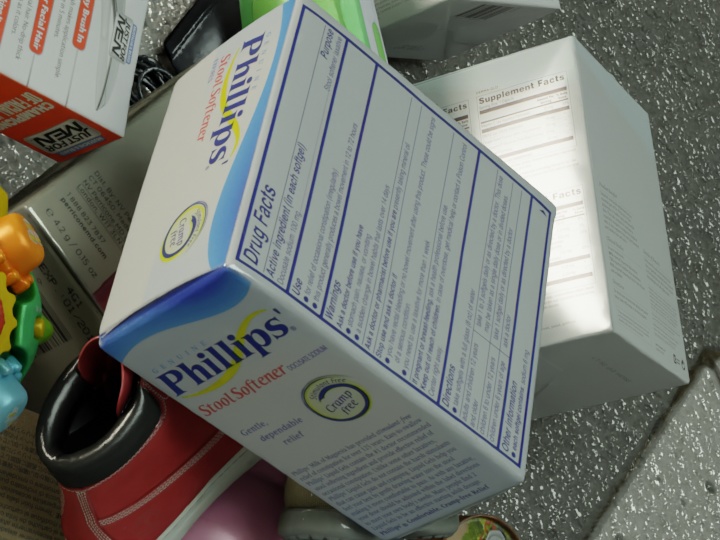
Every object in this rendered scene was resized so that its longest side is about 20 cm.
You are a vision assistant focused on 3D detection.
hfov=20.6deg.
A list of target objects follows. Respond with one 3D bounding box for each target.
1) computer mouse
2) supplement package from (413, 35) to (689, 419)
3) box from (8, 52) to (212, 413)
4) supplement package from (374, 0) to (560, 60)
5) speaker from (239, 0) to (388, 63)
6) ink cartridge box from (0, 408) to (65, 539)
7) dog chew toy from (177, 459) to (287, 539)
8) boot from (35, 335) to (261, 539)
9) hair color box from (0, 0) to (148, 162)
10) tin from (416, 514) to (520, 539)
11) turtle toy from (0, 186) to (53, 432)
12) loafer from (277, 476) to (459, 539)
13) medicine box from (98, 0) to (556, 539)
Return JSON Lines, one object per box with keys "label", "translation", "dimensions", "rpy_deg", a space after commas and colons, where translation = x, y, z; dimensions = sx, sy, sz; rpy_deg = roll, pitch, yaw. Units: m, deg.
{"label": "computer mouse", "translation": [-0.071, -0.146, 1.311], "dimensions": [0.138, 0.053, 0.201], "rpy_deg": [41, 49, -20]}
{"label": "supplement package", "translation": [0.113, -0.020, 1.320], "dimensions": [0.152, 0.150, 0.202], "rpy_deg": [31, 49, -58]}
{"label": "box", "translation": [-0.135, -0.022, 1.144], "dimensions": [0.109, 0.127, 0.200], "rpy_deg": [55, 46, -10]}
{"label": "supplement package", "translation": [0.041, -0.261, 1.379], "dimensions": [0.121, 0.119, 0.202], "rpy_deg": [-3, 78, -45]}
{"label": "speaker", "translation": [-0.022, -0.113, 1.250], "dimensions": [0.088, 0.088, 0.202], "rpy_deg": [-3, 75, -42]}
{"label": "ink cartridge box", "translation": [-0.234, 0.140, 1.017], "dimensions": [0.199, 0.075, 0.166], "rpy_deg": [26, 57, -32]}
{"label": "dog chew toy", "translation": [-0.080, 0.112, 1.124], "dimensions": [0.124, 0.124, 0.202], "rpy_deg": [27, 62, -30]}
{"label": "boot", "translation": [-0.088, 0.049, 1.014], "dimensions": [0.072, 0.145, 0.200], "rpy_deg": [25, 59, 21]}
{"label": "hair color box", "translation": [-0.205, -0.149, 1.018], "dimensions": [0.199, 0.064, 0.112], "rpy_deg": [28, 60, -37]}
{"label": "tin", "translation": [0.050, 0.247, 1.220], "dimensions": [0.112, 0.042, 0.201], "rpy_deg": [41, 58, -43]}
{"label": "turtle toy", "translation": [-0.226, 0.019, 0.930], "dimensions": [0.199, 0.101, 0.147], "rpy_deg": [8, 85, -40]}
{"label": "loafer", "translation": [0.010, 0.114, 1.104], "dimensions": [0.200, 0.074, 0.070], "rpy_deg": [16, 76, -75]}
{"label": "medicine box", "translation": [-0.008, 0.001, 0.993], "dimensions": [0.200, 0.103, 0.183], "rpy_deg": [37, 44, -26]}
